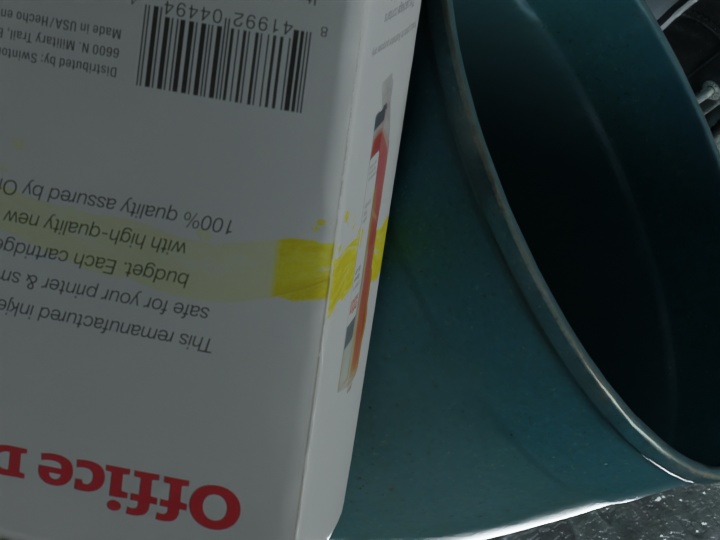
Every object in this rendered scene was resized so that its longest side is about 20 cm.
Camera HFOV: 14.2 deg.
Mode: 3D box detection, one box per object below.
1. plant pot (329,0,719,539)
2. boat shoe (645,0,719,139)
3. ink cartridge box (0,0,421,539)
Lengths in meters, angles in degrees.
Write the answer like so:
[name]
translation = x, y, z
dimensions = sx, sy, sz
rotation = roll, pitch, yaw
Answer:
[plant pot]
translation = 0.000, 0.000, 0.902
dimensions = 0.187, 0.201, 0.200
rotation = -23, 176, 25
[boat shoe]
translation = 0.098, -0.038, 1.086
dimensions = 0.073, 0.068, 0.199
rotation = -23, 160, -43
[ink cartridge box]
translation = -0.067, -0.029, 0.762
dimensions = 0.083, 0.144, 0.201
rotation = -45, 145, -73
